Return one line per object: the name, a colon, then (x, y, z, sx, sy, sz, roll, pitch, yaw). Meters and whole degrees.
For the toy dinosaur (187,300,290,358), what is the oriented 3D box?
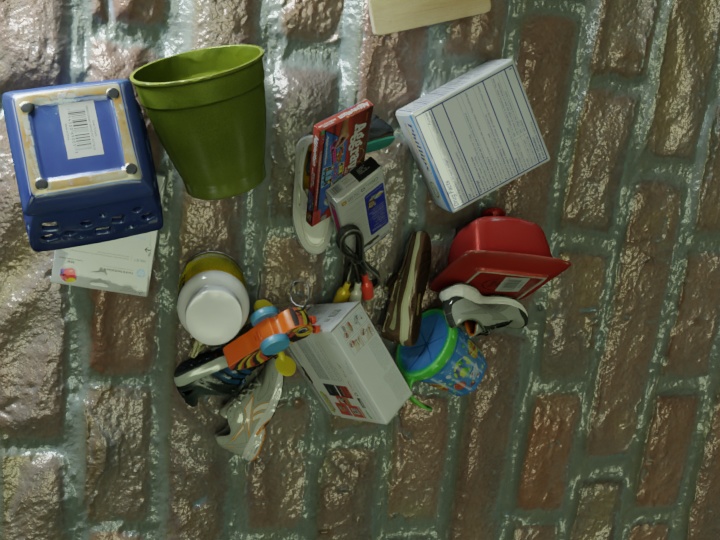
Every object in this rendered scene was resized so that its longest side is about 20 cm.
toy dinosaur: (-0.207, 0.103, 1.243, 0.198, 0.088, 0.048, -23, 118, -6)

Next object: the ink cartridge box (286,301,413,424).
ink cartridge box: (-0.032, 0.161, 1.285, 0.084, 0.174, 0.202, -43, 113, -34)

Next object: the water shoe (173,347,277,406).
water shoe: (-0.222, 0.172, 1.272, 0.197, 0.072, 0.080, -18, 111, 0)

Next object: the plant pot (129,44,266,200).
plant pot: (-0.226, -0.220, 1.114, 0.197, 0.201, 0.195, -14, 119, -9)

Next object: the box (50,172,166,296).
box: (-0.405, -0.069, 1.178, 0.154, 0.041, 0.203, 9, 101, -14)

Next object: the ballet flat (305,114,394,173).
ballet flat: (-0.027, -0.211, 1.182, 0.199, 0.072, 0.074, -28, 113, -39)

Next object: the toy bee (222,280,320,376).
toy bee: (-0.118, 0.102, 1.159, 0.108, 0.198, 0.133, 14, 66, -52)

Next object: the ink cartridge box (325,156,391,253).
ink cartridge box: (0.001, -0.096, 1.211, 0.094, 0.037, 0.201, -38, 153, -12)

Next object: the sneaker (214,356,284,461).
sneaker: (-0.197, 0.237, 1.290, 0.091, 0.076, 0.202, 20, 98, -12)

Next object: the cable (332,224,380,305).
cable: (0.000, 0.000, 1.243, 0.096, 0.051, 0.201, -15, 145, -17)

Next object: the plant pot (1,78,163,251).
plant pot: (-0.393, -0.157, 1.040, 0.197, 0.180, 0.203, -12, 81, -18)

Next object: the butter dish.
butter dish: (0.237, -0.039, 1.281, 0.196, 0.200, 0.150, 7, 68, -13)

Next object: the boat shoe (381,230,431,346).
boat shoe: (0.074, 0.028, 1.297, 0.074, 0.075, 0.206, 8, 85, 23)

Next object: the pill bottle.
pill bottle: (-0.234, 0.044, 1.162, 0.111, 0.200, 0.114, -3, 105, -12)

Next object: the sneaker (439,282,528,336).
sneaker: (0.217, 0.082, 1.280, 0.198, 0.074, 0.081, 14, 63, -34)

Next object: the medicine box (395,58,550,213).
medicine box: (0.189, -0.230, 1.240, 0.198, 0.103, 0.184, -28, 109, -4)

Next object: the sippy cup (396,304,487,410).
sippy cup: (0.155, 0.158, 1.326, 0.130, 0.140, 0.178, 34, 116, -29)

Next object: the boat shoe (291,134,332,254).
boat shoe: (-0.077, -0.123, 1.223, 0.070, 0.070, 0.203, -1, 104, -12)

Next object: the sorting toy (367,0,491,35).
sorting toy: (0.092, -0.496, 1.166, 0.197, 0.070, 0.202, -15, 107, -9)

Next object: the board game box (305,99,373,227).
board game box: (-0.034, -0.161, 1.122, 0.102, 0.019, 0.201, -34, 154, -29)
